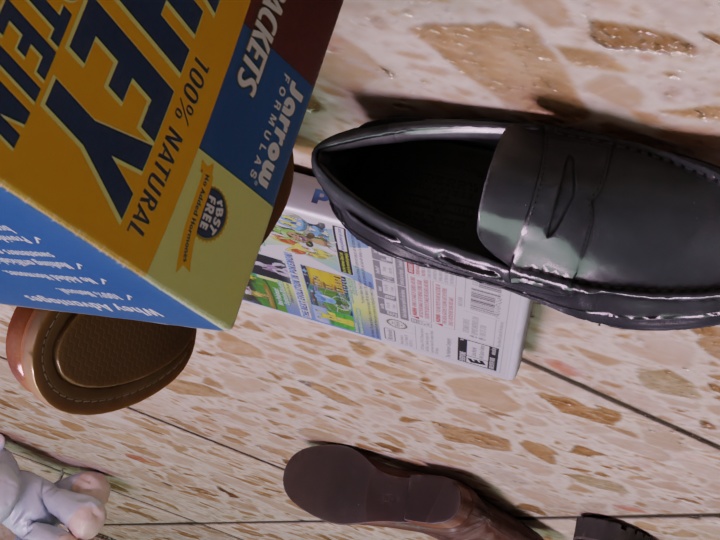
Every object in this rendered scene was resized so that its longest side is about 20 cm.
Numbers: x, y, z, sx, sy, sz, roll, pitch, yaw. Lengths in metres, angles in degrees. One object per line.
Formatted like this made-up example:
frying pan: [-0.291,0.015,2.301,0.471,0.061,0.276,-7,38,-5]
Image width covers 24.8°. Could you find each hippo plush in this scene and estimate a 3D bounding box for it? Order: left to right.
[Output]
hippo plush: [-0.413,0.268,2.016,0.161,0.159,0.200,51,-170,-32]

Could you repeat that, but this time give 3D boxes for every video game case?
video game case: [0.000,0.000,0.848,0.181,0.022,0.200,16,164,8]

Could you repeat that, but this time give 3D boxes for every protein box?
protein box: [-0.150,-0.087,0.523,0.198,0.136,0.200,5,159,37]

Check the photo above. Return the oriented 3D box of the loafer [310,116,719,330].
loafer: [0.069,-0.021,0.620,0.200,0.069,0.070,11,172,35]

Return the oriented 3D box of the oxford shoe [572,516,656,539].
oxford shoe: [0.243,0.275,1.366,0.199,0.085,0.073,26,160,-30]

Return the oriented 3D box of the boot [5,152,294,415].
boot: [-0.133,-0.018,0.676,0.154,0.200,0.077,9,128,19]

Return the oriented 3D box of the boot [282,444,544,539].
boot: [0.052,0.213,1.425,0.185,0.065,0.200,10,167,32]
